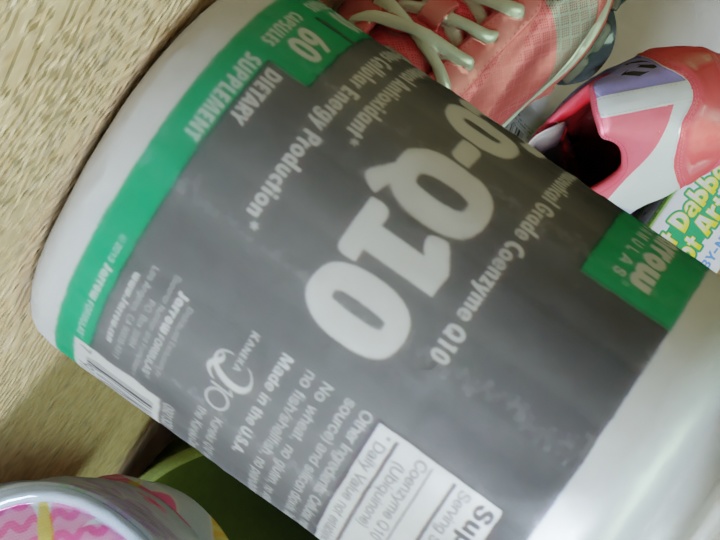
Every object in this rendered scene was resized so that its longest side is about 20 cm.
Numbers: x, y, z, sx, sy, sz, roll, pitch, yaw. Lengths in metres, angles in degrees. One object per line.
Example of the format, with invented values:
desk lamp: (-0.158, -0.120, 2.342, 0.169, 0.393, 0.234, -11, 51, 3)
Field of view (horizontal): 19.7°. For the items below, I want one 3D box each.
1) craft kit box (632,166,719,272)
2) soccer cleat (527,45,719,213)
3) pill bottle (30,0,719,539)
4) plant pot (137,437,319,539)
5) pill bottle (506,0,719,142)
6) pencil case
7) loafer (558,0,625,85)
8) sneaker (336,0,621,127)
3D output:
craft kit box: (0.155, -0.012, 1.076, 0.201, 0.048, 0.198, -55, 177, 1)
soccer cleat: (0.086, -0.036, 0.867, 0.076, 0.067, 0.200, -5, 162, -26)
pill bottle: (0.026, 0.025, 0.525, 0.113, 0.199, 0.113, -55, 174, -8)
plant pot: (-0.005, 0.112, 0.928, 0.201, 0.199, 0.193, -58, -175, 27)
pill bottle: (0.113, -0.090, 1.018, 0.115, 0.114, 0.200, -54, 174, -12)
pencil case: (-0.083, 0.110, 0.651, 0.083, 0.090, 0.200, -55, 173, -4)
loafer: (0.064, -0.099, 0.782, 0.201, 0.070, 0.068, -49, 171, -51)
sneaker: (0.021, -0.062, 0.636, 0.201, 0.074, 0.087, -56, 173, 7)
